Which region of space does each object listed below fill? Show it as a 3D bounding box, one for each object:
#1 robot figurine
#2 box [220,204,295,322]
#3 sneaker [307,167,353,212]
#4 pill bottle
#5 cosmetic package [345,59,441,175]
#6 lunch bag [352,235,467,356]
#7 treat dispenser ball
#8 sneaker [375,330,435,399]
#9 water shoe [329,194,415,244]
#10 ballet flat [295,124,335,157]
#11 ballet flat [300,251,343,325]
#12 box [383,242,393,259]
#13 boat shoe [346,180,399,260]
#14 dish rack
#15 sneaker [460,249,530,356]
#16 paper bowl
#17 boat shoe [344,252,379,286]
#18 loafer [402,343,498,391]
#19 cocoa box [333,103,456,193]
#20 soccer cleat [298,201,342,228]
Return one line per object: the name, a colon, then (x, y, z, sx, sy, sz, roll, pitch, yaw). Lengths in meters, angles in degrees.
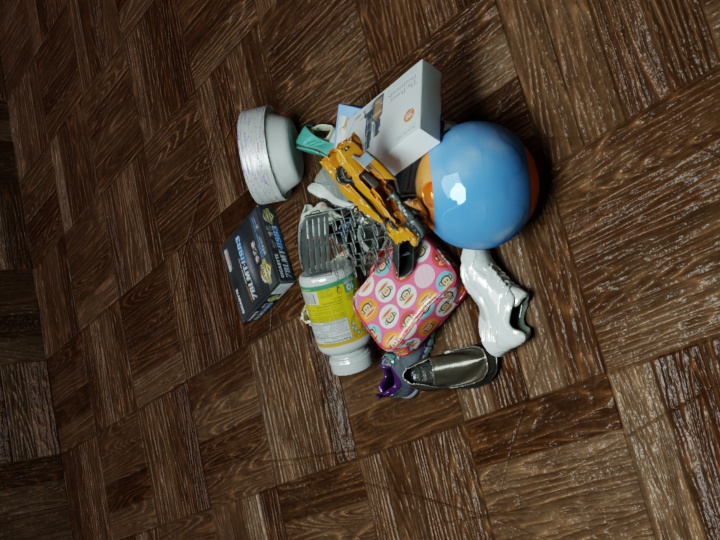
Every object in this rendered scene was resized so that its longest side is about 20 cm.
robot figurine: (0.029, -0.120, 1.463, 0.200, 0.058, 0.145, 45, 163, -11)
box: (-0.239, -0.014, 2.156, 0.198, 0.049, 0.203, -40, 61, 44)
sneaker: (-0.028, -0.158, 1.864, 0.199, 0.073, 0.080, 30, 95, 42)
pill bottle: (-0.040, 0.091, 1.777, 0.112, 0.112, 0.204, 1, 111, 51)
cosmetic package: (0.050, -0.229, 1.533, 0.199, 0.051, 0.153, -33, 43, 41)
lunch bag: (0.080, 0.034, 1.683, 0.200, 0.082, 0.177, -47, 56, 13)
treat dispenser ball: (0.185, -0.135, 1.491, 0.199, 0.198, 0.205, 4, 95, 51)
sneaker: (0.081, 0.147, 1.727, 0.074, 0.086, 0.204, 24, 111, 48)
water shoe: (0.028, -0.089, 1.747, 0.197, 0.079, 0.073, -21, 78, 25)
ballet flat: (-0.062, -0.259, 1.908, 0.199, 0.067, 0.072, 28, 101, 45)
ballet flat: (-0.067, 0.043, 1.928, 0.076, 0.063, 0.202, 52, 129, 37)
box: (0.049, 0.033, 1.799, 0.039, 0.041, 0.203, 45, 126, 39)
boat shoe: (0.021, -0.096, 1.639, 0.074, 0.063, 0.203, 44, 144, 24)
dish rack: (-0.008, -0.047, 1.593, 0.055, 0.196, 0.155, -113, 16, -48)
sneaker: (0.235, 0.034, 1.551, 0.099, 0.077, 0.203, -24, 82, 42)
paper bowl: (-0.185, -0.248, 1.981, 0.102, 0.201, 0.205, -9, 83, 10)
boat shoe: (0.000, 0.000, 1.833, 0.072, 0.071, 0.204, 24, 111, 46)
loafer: (0.154, 0.179, 1.637, 0.198, 0.071, 0.074, -23, 74, 39)
cocoa box: (0.056, -0.223, 1.704, 0.199, 0.130, 0.136, 23, 109, 48)
soccer cleat: (-0.067, -0.102, 1.921, 0.198, 0.068, 0.079, 4, 92, 54)
